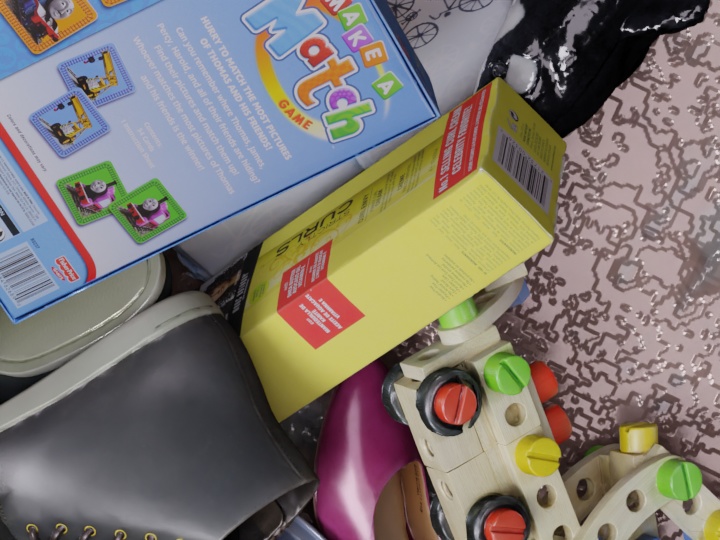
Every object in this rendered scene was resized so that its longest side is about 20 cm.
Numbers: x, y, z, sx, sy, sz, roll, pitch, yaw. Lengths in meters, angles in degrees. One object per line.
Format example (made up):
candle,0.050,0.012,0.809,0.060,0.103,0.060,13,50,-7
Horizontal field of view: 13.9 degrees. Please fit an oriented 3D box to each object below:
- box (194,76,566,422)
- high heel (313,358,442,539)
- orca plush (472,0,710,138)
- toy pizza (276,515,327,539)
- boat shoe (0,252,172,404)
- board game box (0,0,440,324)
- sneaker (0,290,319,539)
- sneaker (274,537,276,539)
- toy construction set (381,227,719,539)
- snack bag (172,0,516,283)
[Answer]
box,0.000,0.000,1.303,0.200,0.075,0.050,-33,116,31
high heel,0.037,0.136,1.346,0.096,0.067,0.201,4,111,34
orca plush,0.136,-0.122,1.307,0.200,0.071,0.106,-38,136,-18
toy pizza,-0.074,0.188,1.372,0.199,0.032,0.201,5,104,19
boat shoe,-0.155,0.037,1.337,0.199,0.066,0.075,-26,53,25
board game box,-0.089,-0.081,1.182,0.199,0.037,0.152,-25,124,10
sneaker,-0.120,0.107,1.268,0.200,0.075,0.106,-38,70,9
sneaker,-0.129,0.142,1.334,0.199,0.076,0.081,7,92,15
toy construction set,0.081,0.064,1.327,0.131,0.092,0.201,-28,93,-22
snack bag,-0.025,-0.076,1.287,0.200,0.189,0.021,-37,64,6
